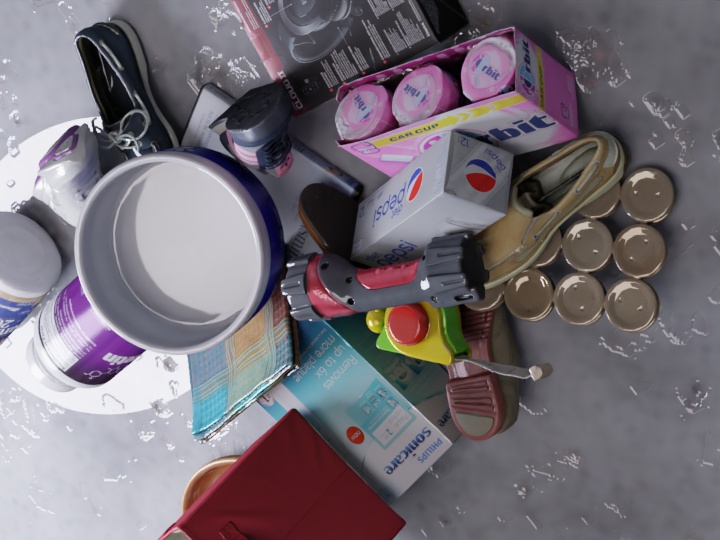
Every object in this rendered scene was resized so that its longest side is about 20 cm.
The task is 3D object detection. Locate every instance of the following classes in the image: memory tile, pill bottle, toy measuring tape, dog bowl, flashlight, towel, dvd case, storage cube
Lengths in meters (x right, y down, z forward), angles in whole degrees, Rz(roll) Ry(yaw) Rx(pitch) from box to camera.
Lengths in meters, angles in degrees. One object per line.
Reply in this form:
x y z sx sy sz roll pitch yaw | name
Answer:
0.189 -0.025 1.452 0.199 0.017 0.154 8 91 26 | memory tile
-0.284 0.056 1.723 0.200 0.112 0.113 -38 92 36 | pill bottle
0.090 0.053 1.470 0.199 0.073 0.074 10 118 34 | toy measuring tape
-0.179 -0.022 1.560 0.199 0.079 0.201 3 102 14 | dog bowl
-0.437 0.030 1.795 0.111 0.111 0.200 48 126 0 | pill bottle
0.022 0.003 1.454 0.199 0.068 0.068 -13 135 35 | flashlight
-0.127 0.077 1.638 0.200 0.022 0.147 -39 49 44 | towel
-0.106 -0.083 1.617 0.199 0.018 0.143 34 124 10 | dvd case
-0.093 0.280 1.608 0.171 0.180 0.200 45 151 1 | storage cube

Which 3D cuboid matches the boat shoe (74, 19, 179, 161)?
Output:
-0.241 -0.159 1.620 0.075 0.062 0.201 -6 105 37 | boat shoe

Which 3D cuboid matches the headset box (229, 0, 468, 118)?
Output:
-0.024 -0.246 1.460 0.199 0.077 0.149 -24 100 35 | headset box

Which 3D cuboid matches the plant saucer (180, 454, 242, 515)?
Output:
-0.112 0.296 1.790 0.199 0.037 0.201 12 118 23 | plant saucer

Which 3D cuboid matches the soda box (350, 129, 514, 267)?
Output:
0.064 -0.057 1.452 0.068 0.064 0.200 18 156 -20 | soda box

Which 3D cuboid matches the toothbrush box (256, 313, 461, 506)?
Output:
0.001 0.132 1.621 0.200 0.085 0.146 44 126 2 | toothbrush box

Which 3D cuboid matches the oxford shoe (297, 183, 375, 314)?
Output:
0.000 0.000 1.562 0.200 0.071 0.071 49 142 -9 | oxford shoe

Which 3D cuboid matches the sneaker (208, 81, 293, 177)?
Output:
-0.086 -0.128 1.485 0.070 0.200 0.082 -41 103 -5 | sneaker

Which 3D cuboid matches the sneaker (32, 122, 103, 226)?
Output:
-0.289 -0.093 1.649 0.100 0.075 0.200 42 164 -4 | sneaker

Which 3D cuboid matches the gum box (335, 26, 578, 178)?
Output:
0.083 -0.144 1.419 0.199 0.113 0.067 -15 66 33 | gum box

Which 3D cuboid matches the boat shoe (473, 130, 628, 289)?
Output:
0.150 -0.058 1.421 0.200 0.076 0.072 -45 71 18 | boat shoe

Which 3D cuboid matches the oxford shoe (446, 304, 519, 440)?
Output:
0.117 0.063 1.539 0.070 0.075 0.201 -4 90 34 | oxford shoe
